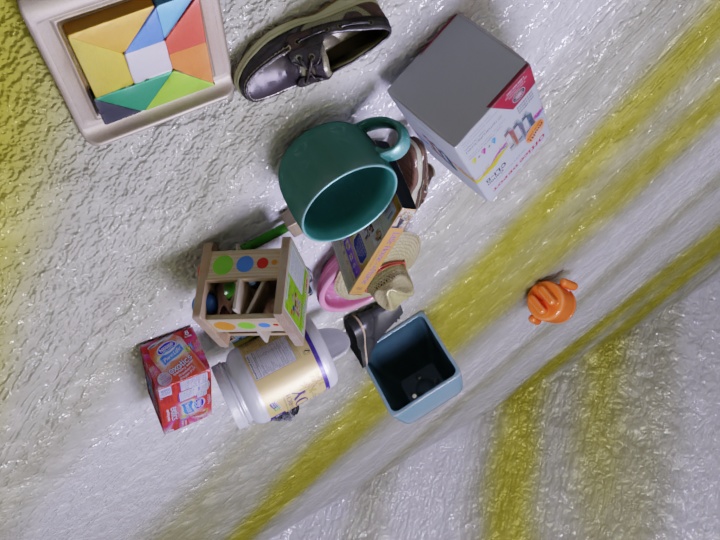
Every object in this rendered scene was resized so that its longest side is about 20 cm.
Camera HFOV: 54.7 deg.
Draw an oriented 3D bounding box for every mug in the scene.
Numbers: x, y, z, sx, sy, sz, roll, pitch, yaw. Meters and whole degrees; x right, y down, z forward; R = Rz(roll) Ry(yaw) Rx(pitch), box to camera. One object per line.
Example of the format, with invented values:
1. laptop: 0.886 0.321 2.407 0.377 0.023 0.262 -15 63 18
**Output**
1. mug: -0.026 -0.140 0.986 0.183 0.115 0.153 -26 153 -14

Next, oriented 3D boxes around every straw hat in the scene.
1. straw hat: 0.054 0.025 1.275 0.199 0.086 0.202 -25 153 -13

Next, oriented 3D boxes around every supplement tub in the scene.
1. supplement tub: -0.156 0.185 1.263 0.198 0.146 0.146 -26 154 -13

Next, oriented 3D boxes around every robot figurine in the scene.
1. robot figurine: 0.558 0.093 2.020 0.199 0.115 0.146 13 87 -55

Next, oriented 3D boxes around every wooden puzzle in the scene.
1. wooden puzzle: -0.224 -0.224 0.714 0.183 0.037 0.201 -25 153 -14

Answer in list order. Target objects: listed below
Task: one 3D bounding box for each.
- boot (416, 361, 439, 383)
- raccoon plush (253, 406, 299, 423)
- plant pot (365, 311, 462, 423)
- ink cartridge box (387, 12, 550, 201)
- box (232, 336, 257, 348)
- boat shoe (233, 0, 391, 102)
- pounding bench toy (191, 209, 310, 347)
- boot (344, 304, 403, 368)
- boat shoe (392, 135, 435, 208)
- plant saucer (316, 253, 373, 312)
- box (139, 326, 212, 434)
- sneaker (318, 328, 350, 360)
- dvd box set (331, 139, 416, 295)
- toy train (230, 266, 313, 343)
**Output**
1. boot: 0.187 0.267 1.955 0.209 0.080 0.158 -7 145 -40
2. raccoon plush: -0.227 0.310 1.574 0.133 0.097 0.200 11 132 -44
3. plant pot: 0.141 0.265 1.744 0.195 0.197 0.200 -32 147 1
4. ink cartridge box: 0.161 -0.224 0.990 0.146 0.145 0.200 -47 153 5
5. box: -0.174 0.121 1.351 0.117 0.049 0.200 -35 152 4
6. boat shoe: -0.054 -0.254 0.810 0.199 0.065 0.073 -34 151 -3
7. pounding bench toy: -0.168 0.003 1.083 0.153 0.203 0.125 -2 153 11
8. boot: 0.041 0.141 1.594 0.137 0.078 0.201 -31 155 -14
9. boat shoe: 0.085 -0.159 1.137 0.074 0.075 0.203 -34 163 -19
10. plant saucer: 0.000 0.000 1.327 0.199 0.051 0.201 -26 154 -14
11. box: -0.331 0.203 1.261 0.099 0.096 0.201 -19 151 -22
12. sneaker: -0.114 0.185 1.407 0.197 0.074 0.116 -20 156 -7
13. dvd box set: 0.012 -0.080 1.092 0.029 0.148 0.201 3 139 -29
14. toy train: -0.170 0.055 1.208 0.198 0.086 0.114 -29 164 -6
